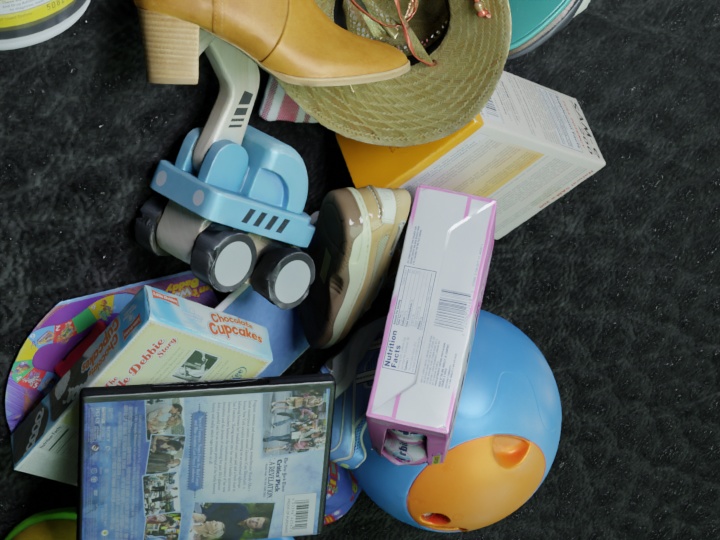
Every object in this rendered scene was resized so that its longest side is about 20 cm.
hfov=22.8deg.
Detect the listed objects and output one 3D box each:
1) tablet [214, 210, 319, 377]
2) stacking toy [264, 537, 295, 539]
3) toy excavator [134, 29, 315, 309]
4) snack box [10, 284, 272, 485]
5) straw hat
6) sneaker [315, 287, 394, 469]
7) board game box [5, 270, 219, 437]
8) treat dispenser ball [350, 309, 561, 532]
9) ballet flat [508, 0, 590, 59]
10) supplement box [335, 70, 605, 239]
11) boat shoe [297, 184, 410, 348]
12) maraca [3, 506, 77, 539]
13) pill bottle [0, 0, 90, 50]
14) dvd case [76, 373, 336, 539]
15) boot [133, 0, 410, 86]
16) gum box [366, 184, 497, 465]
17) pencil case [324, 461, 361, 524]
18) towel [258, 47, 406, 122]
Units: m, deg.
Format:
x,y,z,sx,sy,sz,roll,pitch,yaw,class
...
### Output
x,y,z,sx,sy,sz,roll,pitch,yaw,class
-0.088,0.053,1.489,0.200,0.014,0.131,-45,145,-25,tablet
-0.074,0.319,1.709,0.110,0.116,0.200,-43,154,-3,stacking toy
-0.099,-0.092,1.346,0.194,0.100,0.201,17,97,-47,toy excavator
-0.172,0.100,1.391,0.116,0.037,0.200,21,128,-35,snack box
0.028,-0.197,1.312,0.085,0.199,0.202,-66,165,-51,straw hat
0.017,0.079,1.491,0.200,0.077,0.076,-50,180,-19,sneaker
-0.187,0.087,1.441,0.199,0.039,0.159,-15,131,-34,board game box
0.079,0.131,1.589,0.200,0.201,0.202,-23,136,-25,treat dispenser ball
0.177,-0.252,1.461,0.073,0.073,0.201,21,104,-48,ballet flat
0.092,-0.100,1.464,0.126,0.074,0.199,-35,153,28,supplement box
0.000,0.000,1.434,0.076,0.072,0.200,-14,156,-21,boat shoe
-0.217,0.249,1.468,0.199,0.107,0.137,-27,109,28,maraca
-0.228,-0.242,1.073,0.111,0.112,0.201,-26,137,-23,pill bottle
-0.120,0.149,1.384,0.198,0.018,0.144,-2,116,-16,dvd case
-0.059,-0.202,1.235,0.200,0.071,0.145,-1,101,-16,boot
0.055,0.049,1.400,0.114,0.066,0.201,83,19,-72,gum box
-0.063,0.175,1.565,0.200,0.086,0.079,40,53,-69,pencil case
0.016,-0.185,1.408,0.199,0.030,0.147,-4,126,-37,towel
